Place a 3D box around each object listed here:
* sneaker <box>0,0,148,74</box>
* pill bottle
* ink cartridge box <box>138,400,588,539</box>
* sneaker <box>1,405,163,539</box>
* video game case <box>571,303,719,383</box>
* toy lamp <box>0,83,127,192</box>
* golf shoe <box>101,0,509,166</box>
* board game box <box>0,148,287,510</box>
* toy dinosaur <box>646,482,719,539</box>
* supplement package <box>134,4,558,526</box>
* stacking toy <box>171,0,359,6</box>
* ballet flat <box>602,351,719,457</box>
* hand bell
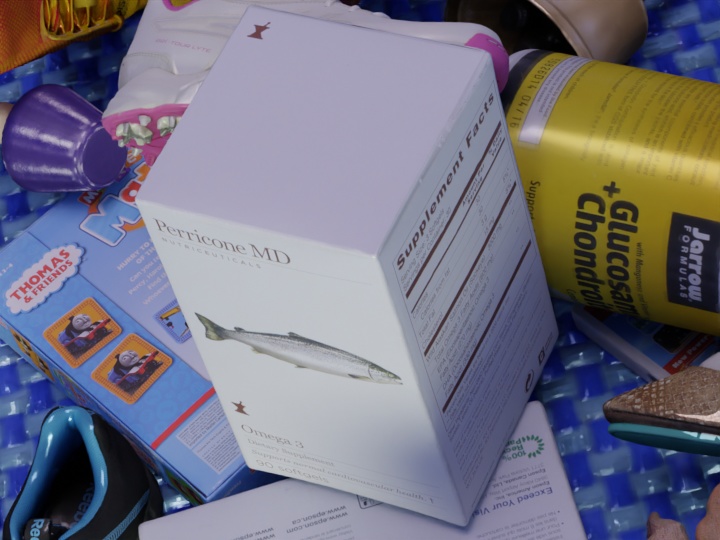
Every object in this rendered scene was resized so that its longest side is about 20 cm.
[{"bbox_3d":[-0.158,-0.146,1.419,0.077,0.073,0.200,1,19,13],"label":"sneaker"},{"bbox_3d":[0.150,-0.030,1.250,0.200,0.112,0.112,13,60,24],"label":"pill bottle"},{"bbox_3d":[0.014,0.171,1.211,0.196,0.043,0.200,-17,53,1],"label":"ink cartridge box"},{"bbox_3d":[-0.148,0.155,1.244,0.073,0.082,0.200,2,57,15],"label":"sneaker"},{"bbox_3d":[0.216,0.029,1.272,0.143,0.017,0.200,-41,55,-14],"label":"video game case"},{"bbox_3d":[-0.199,-0.079,1.425,0.200,0.058,0.058,17,61,41],"label":"toy lamp"},{"bbox_3d":[-0.026,-0.103,1.260,0.200,0.075,0.092,-5,63,23],"label":"golf shoe"},{"bbox_3d":[-0.079,0.017,1.352,0.151,0.037,0.200,-42,55,-16],"label":"board game box"},{"bbox_3d":[0.154,0.166,1.152,0.136,0.086,0.200,-41,50,-8],"label":"toy dinosaur"},{"bbox_3d":[0.000,0.000,1.190,0.117,0.200,0.117,14,57,25],"label":"supplement package"},{"bbox_3d":[-0.057,-0.144,1.407,0.146,0.146,0.200,17,69,26],"label":"stacking toy"},{"bbox_3d":[0.207,0.060,1.193,0.200,0.071,0.065,11,85,14],"label":"ballet flat"},{"bbox_3d":[0.148,-0.152,1.392,0.200,0.104,0.104,-38,53,-26],"label":"hand bell"}]
